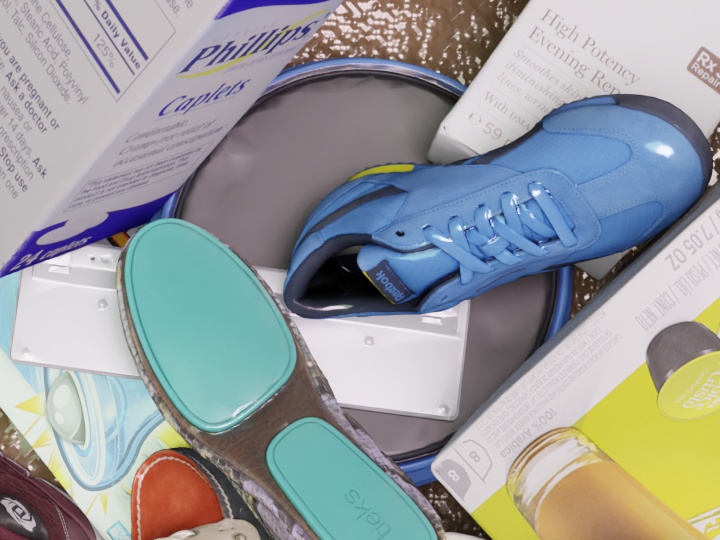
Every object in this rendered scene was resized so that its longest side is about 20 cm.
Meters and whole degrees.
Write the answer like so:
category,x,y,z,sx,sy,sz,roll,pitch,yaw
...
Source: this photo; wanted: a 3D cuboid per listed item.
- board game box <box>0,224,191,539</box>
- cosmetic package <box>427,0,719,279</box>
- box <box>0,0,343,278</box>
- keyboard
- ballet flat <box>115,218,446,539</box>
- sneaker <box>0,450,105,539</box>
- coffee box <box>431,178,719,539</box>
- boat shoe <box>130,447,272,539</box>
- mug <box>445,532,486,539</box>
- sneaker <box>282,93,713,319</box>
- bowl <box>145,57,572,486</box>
category,x,y,z,sx,sy,sz,roll,pitch,yaw
board game box,-0.115,0.020,1.155,0.135,0.034,0.200,-40,87,4
cosmetic package,0.126,-0.106,1.090,0.101,0.074,0.201,34,81,2
box,-0.118,-0.135,1.023,0.200,0.105,0.185,-44,75,38
keyboard,-0.052,0.025,1.084,0.198,0.011,0.057,8,85,-5
ballet flat,-0.039,0.069,1.040,0.072,0.072,0.201,-40,72,4
sneaker,-0.207,0.094,1.124,0.199,0.116,0.076,29,93,5
coffee box,0.192,0.057,1.006,0.198,0.200,0.200,47,126,3
boat shoe,-0.066,0.145,1.048,0.071,0.062,0.201,-43,42,19
mug,0.048,0.197,1.081,0.150,0.153,0.186,-50,52,2
sneaker,0.052,-0.015,1.011,0.199,0.079,0.066,-14,114,39
bowl,0.000,0.000,1.117,0.199,0.039,0.202,1,81,-6
